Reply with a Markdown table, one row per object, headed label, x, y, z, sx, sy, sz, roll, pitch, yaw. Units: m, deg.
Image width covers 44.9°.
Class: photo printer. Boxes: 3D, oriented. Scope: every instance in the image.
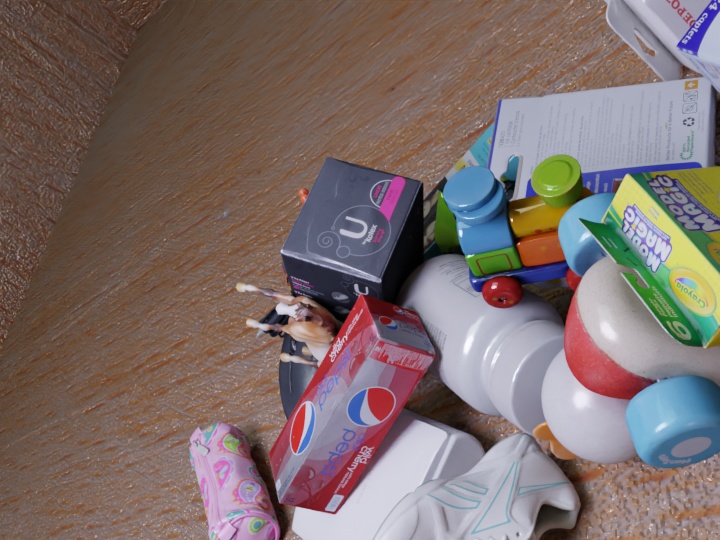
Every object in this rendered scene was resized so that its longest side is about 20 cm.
| label | x | y | z | sx | sy | sz | roll | pitch | yaw |
| --- | --- | --- | --- | --- | --- | --- | --- | --- | --- |
| photo printer | 0.016 | 0.213 | 0.848 | 0.199 | 0.069 | 0.168 | 10 | 71 | 59 |

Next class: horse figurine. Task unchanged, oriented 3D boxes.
| label | x | y | z | sx | sy | sz | roll | pitch | yaw |
| --- | --- | --- | --- | --- | --- | --- | --- | --- | --- |
| horse figurine | -0.043 | 0.073 | 0.871 | 0.132 | 0.200 | 0.050 | 8 | 58 | 39 |

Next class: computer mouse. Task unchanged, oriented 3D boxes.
| label | x | y | z | sx | sy | sz | roll | pitch | yaw |
| --- | --- | --- | --- | --- | --- | --- | --- | --- | --- |
| computer mouse | -0.069 | 0.114 | 1.014 | 0.138 | 0.052 | 0.202 | -37 | 60 | 41 |

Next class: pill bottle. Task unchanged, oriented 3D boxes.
| label | x | y | z | sx | sy | sz | roll | pitch | yaw |
| --- | --- | --- | --- | --- | --- | --- | --- | --- | --- |
| pill bottle | 0.119 | 0.065 | 0.785 | 0.115 | 0.114 | 0.200 | -57 | 29 | 2 |

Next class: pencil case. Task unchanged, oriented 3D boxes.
| label | x | y | z | sx | sy | sz | roll | pitch | yaw |
| --- | --- | --- | --- | --- | --- | --- | --- | --- | --- |
| pencil case | -0.157 | 0.266 | 1.050 | 0.088 | 0.087 | 0.200 | -53 | 30 | 9 |

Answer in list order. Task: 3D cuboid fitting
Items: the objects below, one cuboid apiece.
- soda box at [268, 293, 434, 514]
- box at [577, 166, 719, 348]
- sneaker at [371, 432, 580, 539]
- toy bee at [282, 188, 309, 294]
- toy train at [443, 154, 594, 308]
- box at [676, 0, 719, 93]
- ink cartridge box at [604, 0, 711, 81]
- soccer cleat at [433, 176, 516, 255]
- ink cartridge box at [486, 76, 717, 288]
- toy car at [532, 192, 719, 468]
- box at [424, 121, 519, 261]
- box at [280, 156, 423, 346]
| label | x | y | z | sx | sy | sz | roll | pitch | yaw |
| --- | --- | --- | --- | --- | --- | --- | --- | --- | --- |
| soda box | -0.012 | 0.125 | 0.799 | 0.201 | 0.063 | 0.070 | -60 | 28 | 22 |
| box | 0.248 | -0.016 | 0.561 | 0.049 | 0.198 | 0.118 | 105 | 147 | -43 |
| sneaker | 0.087 | 0.196 | 0.663 | 0.080 | 0.199 | 0.071 | 41 | 143 | 38 |
| toy bee | -0.055 | -0.059 | 1.181 | 0.201 | 0.108 | 0.131 | -60 | 27 | -4 |
| toy train | 0.169 | -0.046 | 0.677 | 0.198 | 0.116 | 0.085 | -11 | 52 | 21 |
| box | 0.377 | -0.192 | 0.646 | 0.185 | 0.104 | 0.200 | -53 | 30 | 10 |
| ink cartridge box | 0.314 | -0.284 | 0.804 | 0.200 | 0.128 | 0.126 | -49 | 30 | 14 |
| soccer cleat | 0.153 | -0.060 | 0.867 | 0.199 | 0.067 | 0.082 | -5 | 88 | 42 |
| ink cartridge box | 0.211 | -0.078 | 0.781 | 0.198 | 0.047 | 0.199 | -3 | 59 | 29 |
| toy car | 0.208 | 0.080 | 0.639 | 0.201 | 0.175 | 0.186 | 112 | 154 | -47 |
| box | 0.132 | -0.089 | 0.979 | 0.200 | 0.049 | 0.083 | -48 | 30 | 17 |
| box | 0.000 | 0.000 | 0.896 | 0.105 | 0.201 | 0.123 | 16 | 62 | 14 |
